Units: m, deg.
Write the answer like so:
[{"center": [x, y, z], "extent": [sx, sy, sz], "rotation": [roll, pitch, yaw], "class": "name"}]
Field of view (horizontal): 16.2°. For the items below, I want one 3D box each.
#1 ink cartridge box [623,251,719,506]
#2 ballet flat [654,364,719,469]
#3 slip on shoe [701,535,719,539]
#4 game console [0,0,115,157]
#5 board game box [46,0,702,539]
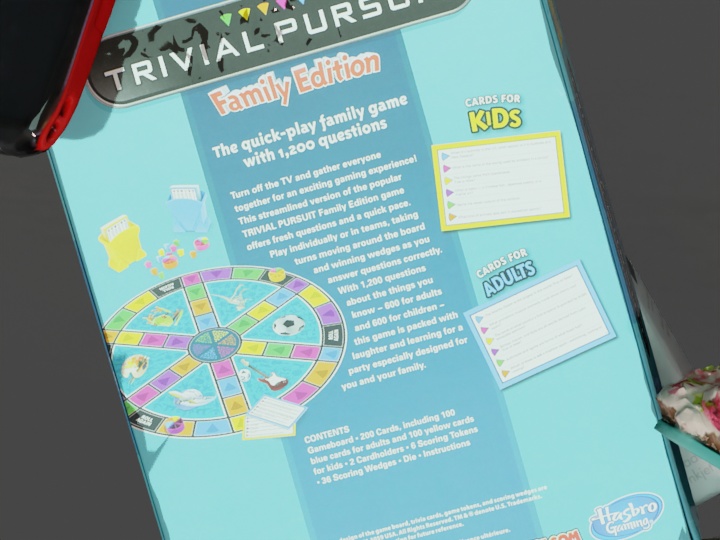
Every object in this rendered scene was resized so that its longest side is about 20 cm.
[{"center": [0.019, 0.002, 0.791], "extent": [0.116, 0.067, 0.200], "rotation": [-31, 94, 9], "class": "ink cartridge box"}, {"center": [0.176, 0.071, 0.685], "extent": [0.200, 0.076, 0.064], "rotation": [34, 92, 6], "class": "ballet flat"}, {"center": [0.085, 0.162, 0.780], "extent": [0.061, 0.076, 0.200], "rotation": [7, 127, -22], "class": "slip on shoe"}, {"center": [-0.142, -0.127, 0.740], "extent": [0.200, 0.031, 0.177], "rotation": [10, 72, 31], "class": "game console"}, {"center": [0.000, 0.000, 0.733], "extent": [0.151, 0.047, 0.200], "rotation": [-15, 95, 8], "class": "board game box"}]
